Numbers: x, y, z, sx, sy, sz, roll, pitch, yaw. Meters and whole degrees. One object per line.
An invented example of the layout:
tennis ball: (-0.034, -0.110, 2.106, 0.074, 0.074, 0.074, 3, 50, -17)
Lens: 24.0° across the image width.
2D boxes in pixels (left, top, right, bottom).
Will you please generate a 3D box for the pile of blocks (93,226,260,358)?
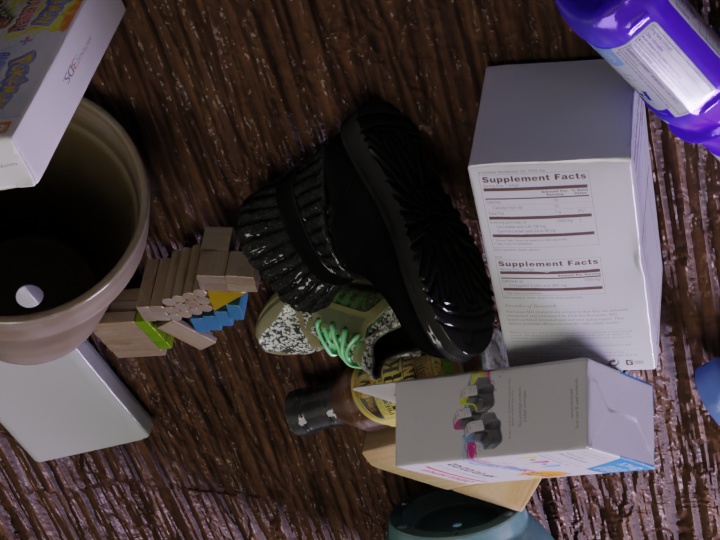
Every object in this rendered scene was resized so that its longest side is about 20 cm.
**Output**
pile of blocks: (-0.138, 0.014, 1.364, 0.082, 0.062, 0.200, 32, 143, -34)

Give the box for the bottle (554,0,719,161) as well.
bottle: (0.202, -0.136, 1.094, 0.065, 0.084, 0.200, -42, 133, 13)

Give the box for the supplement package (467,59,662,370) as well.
supplement package: (0.149, -0.037, 1.193, 0.109, 0.114, 0.200, -2, 133, 15)

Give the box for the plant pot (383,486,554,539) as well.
plant pot: (0.093, 0.267, 1.476, 0.200, 0.200, 0.134, -4, 106, 18)

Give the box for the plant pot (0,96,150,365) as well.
plant pot: (-0.259, -0.016, 1.290, 0.200, 0.200, 0.174, 14, 153, 0)

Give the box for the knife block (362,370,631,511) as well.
knife block: (0.118, 0.114, 1.389, 0.200, 0.064, 0.176, 17, 135, -2)

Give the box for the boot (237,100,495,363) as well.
boot: (0.002, 0.000, 1.232, 0.079, 0.211, 0.158, 3, 147, -46)

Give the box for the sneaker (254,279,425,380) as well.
sneaker: (-0.001, 0.047, 1.334, 0.200, 0.089, 0.077, -13, 130, 26)

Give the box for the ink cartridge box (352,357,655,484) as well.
ink cartridge box: (0.104, 0.117, 1.255, 0.200, 0.068, 0.115, -9, 162, 33)

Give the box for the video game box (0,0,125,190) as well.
video game box: (-0.274, -0.123, 1.157, 0.182, 0.200, 0.047, -6, 131, 19)

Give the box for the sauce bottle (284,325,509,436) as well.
sauce bottle: (0.029, 0.098, 1.395, 0.200, 0.065, 0.065, -19, 127, 28)

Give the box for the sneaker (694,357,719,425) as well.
sneaker: (0.354, 0.113, 1.327, 0.200, 0.070, 0.078, 30, 130, -24)

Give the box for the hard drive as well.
hard drive: (-0.290, 0.088, 1.497, 0.132, 0.027, 0.200, -14, 128, 26)
